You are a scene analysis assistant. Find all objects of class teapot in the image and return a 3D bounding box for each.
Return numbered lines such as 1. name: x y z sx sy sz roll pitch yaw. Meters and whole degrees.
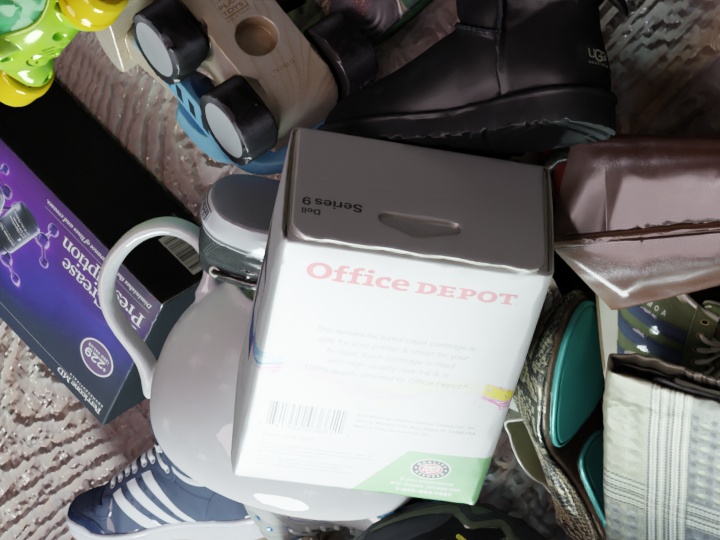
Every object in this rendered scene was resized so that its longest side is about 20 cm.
1. teapot: -0.034 0.050 1.564 0.197 0.199 0.147 35 120 46

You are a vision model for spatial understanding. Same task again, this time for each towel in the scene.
1. towel: 0.227 0.129 1.414 0.192 0.035 0.201 18 144 19

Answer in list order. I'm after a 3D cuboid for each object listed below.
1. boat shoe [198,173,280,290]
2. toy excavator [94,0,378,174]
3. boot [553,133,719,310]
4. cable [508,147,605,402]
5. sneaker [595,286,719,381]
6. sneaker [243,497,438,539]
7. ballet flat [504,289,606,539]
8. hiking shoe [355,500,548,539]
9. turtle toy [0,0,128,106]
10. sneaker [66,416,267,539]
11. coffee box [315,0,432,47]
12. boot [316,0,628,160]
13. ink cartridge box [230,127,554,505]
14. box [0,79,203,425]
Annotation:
1. boat shoe: 0.000 0.000 1.491 0.199 0.069 0.057 19 130 2
2. toy excavator: -0.094 -0.125 1.550 0.195 0.100 0.200 51 159 12
3. boot: 0.205 0.008 1.341 0.199 0.064 0.188 -9 95 18
4. cable: 0.127 -0.012 1.487 0.097 0.050 0.201 -11 118 36
5. sneaker: 0.184 0.031 1.422 0.090 0.067 0.201 5 114 46
6. sneaker: -0.025 0.146 1.653 0.199 0.075 0.087 27 112 36
7. ballet flat: 0.114 0.088 1.497 0.075 0.068 0.201 16 140 35
8. hiking shoe: 0.088 0.202 1.538 0.199 0.101 0.076 11 126 1
9. turtle toy: -0.189 -0.204 1.558 0.101 0.201 0.146 33 143 -16
10. sneaker: -0.139 0.135 1.784 0.199 0.070 0.109 -6 115 37
11. coffee box: -0.018 -0.236 1.472 0.201 0.044 0.123 56 138 2
12. boot: 0.063 -0.143 1.372 0.197 0.073 0.164 -8 75 39
13. ink cartridge box: 0.014 0.028 1.393 0.144 0.088 0.201 8 138 -6
14. box: -0.198 -0.017 1.748 0.200 0.079 0.141 44 139 14
